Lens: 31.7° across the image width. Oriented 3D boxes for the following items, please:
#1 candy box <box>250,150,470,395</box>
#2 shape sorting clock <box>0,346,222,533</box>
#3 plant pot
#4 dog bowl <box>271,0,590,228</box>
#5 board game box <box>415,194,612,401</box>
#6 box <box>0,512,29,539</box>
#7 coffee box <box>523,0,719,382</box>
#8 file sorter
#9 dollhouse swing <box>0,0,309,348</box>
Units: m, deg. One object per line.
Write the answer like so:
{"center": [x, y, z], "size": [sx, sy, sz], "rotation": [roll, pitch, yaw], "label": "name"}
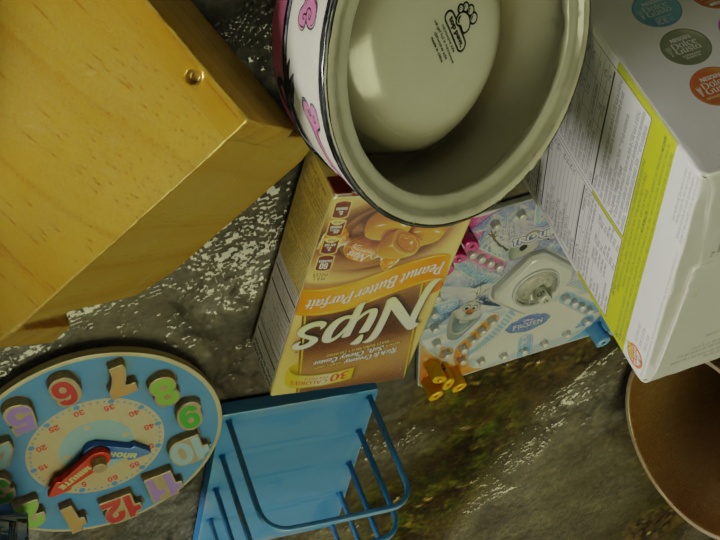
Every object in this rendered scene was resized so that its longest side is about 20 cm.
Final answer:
{"center": [0.000, 0.000, 0.902], "size": [0.114, 0.056, 0.202], "rotation": [-5, 137, -25], "label": "candy box"}
{"center": [-0.199, 0.133, 0.955], "size": [0.197, 0.040, 0.202], "rotation": [-16, 141, -13], "label": "shape sorting clock"}
{"center": [0.382, 0.124, 1.180], "size": [0.198, 0.187, 0.188], "rotation": [-22, 144, -26], "label": "plant pot"}
{"center": [0.036, -0.131, 0.703], "size": [0.198, 0.073, 0.203], "rotation": [-18, 118, -36], "label": "dog bowl"}
{"center": [0.142, 0.015, 1.023], "size": [0.197, 0.026, 0.202], "rotation": [-16, 141, -12], "label": "board game box"}
{"center": [-0.330, 0.210, 0.876], "size": [0.196, 0.137, 0.041], "rotation": [-1, 96, -14], "label": "box"}
{"center": [0.236, -0.090, 0.816], "size": [0.197, 0.199, 0.201], "rotation": [-17, 143, -12], "label": "coffee box"}
{"center": [-0.050, 0.209, 1.060], "size": [0.137, 0.124, 0.202], "rotation": [-8, 138, -22], "label": "file sorter"}
{"center": [-0.150, -0.078, 0.746], "size": [0.199, 0.176, 0.182], "rotation": [-39, 99, 17], "label": "dollhouse swing"}
